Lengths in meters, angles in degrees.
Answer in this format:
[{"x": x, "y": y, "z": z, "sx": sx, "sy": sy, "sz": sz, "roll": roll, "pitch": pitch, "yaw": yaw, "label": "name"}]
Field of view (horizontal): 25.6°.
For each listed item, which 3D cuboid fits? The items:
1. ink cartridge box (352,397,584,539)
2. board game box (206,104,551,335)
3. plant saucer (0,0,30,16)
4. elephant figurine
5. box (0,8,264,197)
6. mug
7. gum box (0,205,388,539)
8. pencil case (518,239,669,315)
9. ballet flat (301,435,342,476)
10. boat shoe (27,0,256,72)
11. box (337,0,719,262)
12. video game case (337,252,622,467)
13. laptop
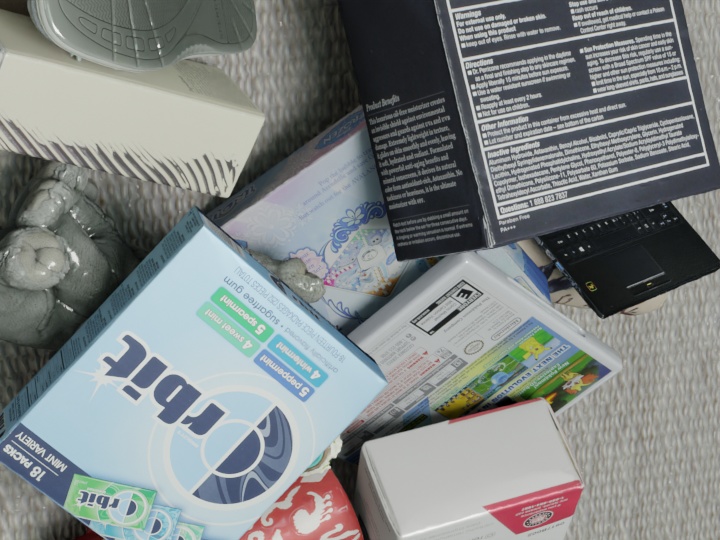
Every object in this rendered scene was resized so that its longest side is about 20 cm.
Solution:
[{"x": 0.073, "y": 0.194, "z": 1.192, "sx": 0.147, "sy": 0.086, "sz": 0.200, "roll": -14, "pitch": 144, "yaw": -14, "label": "ink cartridge box"}, {"x": 0.000, "y": 0.000, "z": 1.149, "sx": 0.200, "sy": 0.043, "sz": 0.199, "roll": -33, "pitch": 118, "yaw": 18, "label": "board game box"}, {"x": -0.229, "y": -0.221, "z": 1.048, "sx": 0.200, "sy": 0.032, "sz": 0.200, "roll": -6, "pitch": 106, "yaw": -23, "label": "plant saucer"}, {"x": -0.156, "y": 0.024, "z": 1.077, "sx": 0.200, "sy": 0.155, "sz": 0.142, "roll": 34, "pitch": 66, "yaw": -18, "label": "elephant figurine"}, {"x": -0.169, "y": -0.110, "z": 1.044, "sx": 0.200, "sy": 0.082, "sz": 0.068, "roll": 11, "pitch": 115, "yaw": -38, "label": "box"}, {"x": -0.113, "y": 0.195, "z": 1.149, "sx": 0.200, "sy": 0.133, "sz": 0.178, "roll": -25, "pitch": 113, "yaw": -20, "label": "mug"}, {"x": -0.111, "y": 0.088, "z": 1.029, "sx": 0.200, "sy": 0.045, "sz": 0.170, "roll": -46, "pitch": 113, "yaw": 5, "label": "gum box"}, {"x": 0.144, "y": -0.018, "z": 1.238, "sx": 0.200, "sy": 0.090, "sz": 0.078, "roll": 10, "pitch": 130, "yaw": -25, "label": "pencil case"}, {"x": -0.110, "y": 0.111, "z": 1.121, "sx": 0.200, "sy": 0.064, "sz": 0.076, "roll": 8, "pitch": 100, "yaw": 7, "label": "ballet flat"}, {"x": -0.144, "y": -0.163, "z": 1.017, "sx": 0.202, "sy": 0.065, "sz": 0.075, "roll": -18, "pitch": 101, "yaw": -58, "label": "boat shoe"}, {"x": 0.111, "y": -0.125, "z": 1.045, "sx": 0.200, "sy": 0.123, "sz": 0.199, "roll": -14, "pitch": 93, "yaw": -30, "label": "box"}, {"x": 0.062, "y": 0.084, "z": 1.167, "sx": 0.200, "sy": 0.022, "sz": 0.182, "roll": -40, "pitch": 129, "yaw": 23, "label": "video game case"}, {"x": 0.194, "y": -0.087, "z": 1.190, "sx": 0.177, "sy": 0.200, "sz": 0.103, "roll": -18, "pitch": 154, "yaw": -45, "label": "laptop"}]
